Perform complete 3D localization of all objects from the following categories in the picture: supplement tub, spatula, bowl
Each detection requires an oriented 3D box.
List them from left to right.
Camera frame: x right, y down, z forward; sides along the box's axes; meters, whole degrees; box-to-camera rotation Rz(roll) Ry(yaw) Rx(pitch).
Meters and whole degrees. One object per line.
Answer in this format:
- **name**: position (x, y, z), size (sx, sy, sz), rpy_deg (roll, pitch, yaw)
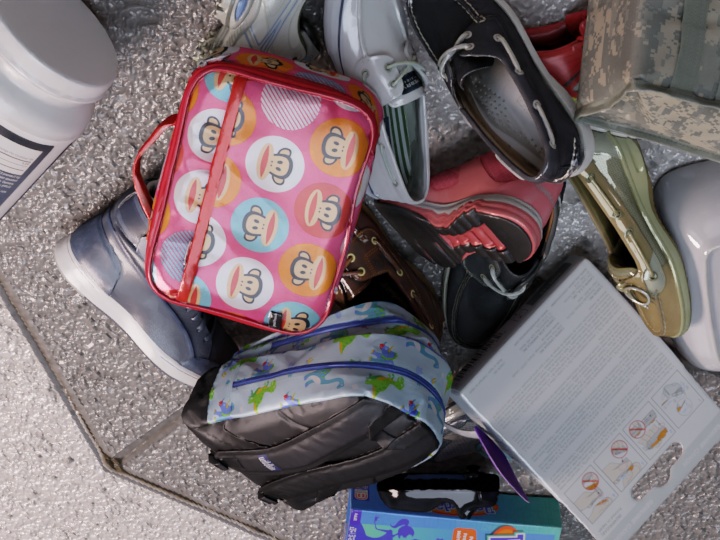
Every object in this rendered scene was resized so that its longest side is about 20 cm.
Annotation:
- **supplement tub**: position (-0.294, -0.123, 1.467), size (0.140, 0.141, 0.200), rpy_deg (36, 117, -22)
- **spatula**: position (0.079, 0.129, 1.620), size (0.021, 0.200, 0.057), rpy_deg (-47, 133, -4)
- **bowl**: position (0.349, 0.001, 1.593), size (0.198, 0.075, 0.201), rpy_deg (-9, 125, 5)

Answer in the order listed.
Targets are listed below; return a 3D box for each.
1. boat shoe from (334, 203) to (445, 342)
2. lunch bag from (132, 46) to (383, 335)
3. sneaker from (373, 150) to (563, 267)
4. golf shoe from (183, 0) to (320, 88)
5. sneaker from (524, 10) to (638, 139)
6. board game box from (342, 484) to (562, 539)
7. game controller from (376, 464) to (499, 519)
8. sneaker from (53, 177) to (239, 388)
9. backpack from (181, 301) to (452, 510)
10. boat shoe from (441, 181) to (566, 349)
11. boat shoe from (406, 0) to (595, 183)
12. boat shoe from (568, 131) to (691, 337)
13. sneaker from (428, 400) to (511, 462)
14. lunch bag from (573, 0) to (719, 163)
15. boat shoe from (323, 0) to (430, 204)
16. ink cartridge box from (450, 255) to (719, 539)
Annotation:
- **boat shoe**: position (0.000, 0.000, 1.596), size (0.070, 0.071, 0.200), rpy_deg (-38, 115, 24)
- **lunch bag**: position (-0.085, -0.064, 1.441), size (0.174, 0.082, 0.202), rpy_deg (15, 110, -1)
- **sneaker**: position (0.092, -0.056, 1.524), size (0.074, 0.087, 0.199), rpy_deg (48, 157, -28)
- **golf shoe**: position (-0.081, -0.162, 1.482), size (0.096, 0.079, 0.201), rpy_deg (13, 125, -16)
- **sneaker**: position (0.183, -0.158, 1.483), size (0.198, 0.077, 0.086), rpy_deg (7, 120, -5)
- **board game box**: position (0.080, 0.276, 1.800), size (0.198, 0.045, 0.153), rpy_deg (5, 125, -4)
- **game controller**: position (0.069, 0.189, 1.667), size (0.103, 0.200, 0.043), rpy_deg (9, 86, 4)
- **sneaker**: position (-0.136, 0.007, 1.596), size (0.146, 0.077, 0.202), rpy_deg (-37, 117, 25)
- **backpack**: position (-0.018, 0.110, 1.572), size (0.163, 0.155, 0.199), rpy_deg (39, 151, -29)
- **boat shoe**: position (0.117, -0.009, 1.591), size (0.071, 0.068, 0.201), rpy_deg (15, 125, -12)
- **boat shoe**: position (0.094, -0.146, 1.436), size (0.201, 0.060, 0.074), rpy_deg (55, 129, 14)
- **boat shoe**: position (0.213, -0.028, 1.556), size (0.063, 0.073, 0.202), rpy_deg (-28, 116, -13)
- **sneaker**: position (0.147, 0.139, 1.664), size (0.198, 0.087, 0.078), rpy_deg (-21, 162, 15)
- **lunch bag**: position (0.272, -0.171, 1.409), size (0.198, 0.166, 0.117), rpy_deg (13, 166, -19)
- **boat shoe**: position (0.025, -0.146, 1.474), size (0.073, 0.066, 0.202), rpy_deg (-32, 125, -32)
- **ink cartridge box**: position (0.194, 0.113, 1.616), size (0.160, 0.047, 0.200), rpy_deg (-45, 102, -9)
